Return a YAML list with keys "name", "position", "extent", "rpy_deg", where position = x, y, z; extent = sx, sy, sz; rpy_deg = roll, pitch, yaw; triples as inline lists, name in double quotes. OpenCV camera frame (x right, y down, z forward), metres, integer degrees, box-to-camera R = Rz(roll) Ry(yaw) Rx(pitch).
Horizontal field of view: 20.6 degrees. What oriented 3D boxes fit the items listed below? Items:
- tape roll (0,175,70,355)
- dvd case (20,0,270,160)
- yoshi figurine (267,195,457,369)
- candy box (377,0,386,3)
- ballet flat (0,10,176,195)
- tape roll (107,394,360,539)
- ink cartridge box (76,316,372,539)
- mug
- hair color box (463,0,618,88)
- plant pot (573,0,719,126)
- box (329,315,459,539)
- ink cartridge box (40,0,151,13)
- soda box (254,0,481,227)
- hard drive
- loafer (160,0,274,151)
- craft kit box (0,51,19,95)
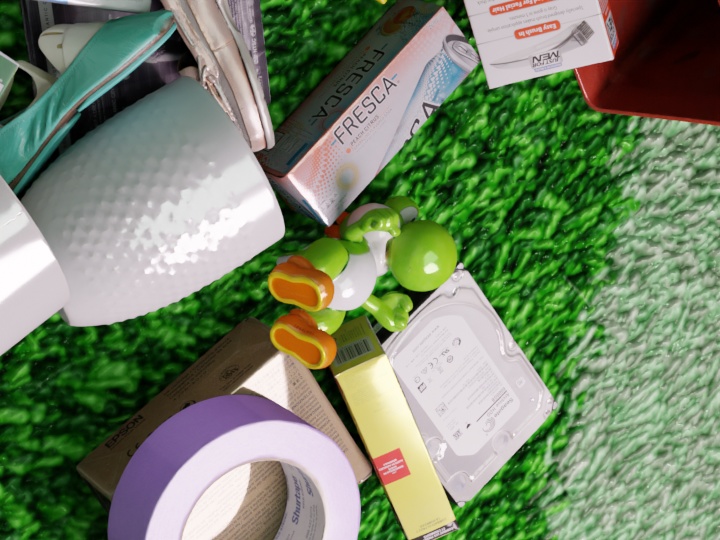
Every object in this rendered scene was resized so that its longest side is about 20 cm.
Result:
- name: "tape roll"
  position: [-0.294, -0.035, 1.400]
  extent: [0.071, 0.202, 0.203]
  rpy_deg: [-38, 122, -17]
- name: "dvd case"
  position: [-0.166, -0.180, 1.553]
  extent: [0.200, 0.016, 0.149]
  rpy_deg: [-18, 115, -29]
- name: "yoshi figurine"
  position: [0.013, 0.001, 1.638]
  extent: [0.112, 0.112, 0.200]
  rpy_deg: [54, 42, -5]
- name: "candy box"
  position: [0.034, -0.318, 1.591]
  extent: [0.200, 0.102, 0.026]
  rpy_deg: [-55, 155, -6]
- name: "ballet flat"
  position: [-0.222, -0.137, 1.457]
  extent: [0.070, 0.067, 0.200]
  rpy_deg: [44, 114, -8]
- name: "tape roll"
  position: [-0.100, 0.204, 1.600]
  extent: [0.200, 0.066, 0.200]
  rpy_deg: [-11, 111, -31]
- name: "ink cartridge box"
  position: [-0.112, 0.166, 1.665]
  extent: [0.200, 0.075, 0.165]
  rpy_deg: [-41, 125, -17]
- name: "mug"
  position: [-0.169, -0.030, 1.528]
  extent: [0.175, 0.148, 0.200]
  rpy_deg: [-33, 156, -13]
- name: "hair color box"
  position: [0.135, -0.263, 1.647]
  extent: [0.111, 0.064, 0.200]
  rpy_deg: [-12, 107, 17]
- name: "plant pot"
  position: [0.294, -0.262, 1.733]
  extent: [0.176, 0.200, 0.200]
  rpy_deg: [-44, 125, -27]
- name: "box"
  position: [0.025, 0.141, 1.711]
  extent: [0.050, 0.075, 0.200]
  rpy_deg: [-23, 122, -3]
- name: "ink cartridge box"
  position: [-0.219, -0.294, 1.427]
  extent: [0.145, 0.084, 0.200]
  rpy_deg: [3, 98, -34]
- name: "soda box"
  position: [0.005, -0.134, 1.653]
  extent: [0.200, 0.064, 0.068]
  rpy_deg: [-48, 125, -11]
- name: "hard drive"
  position: [0.083, 0.102, 1.798]
  extent: [0.140, 0.038, 0.200]
  rpy_deg: [-44, 125, -14]
- name: "loafer"
  position: [-0.124, -0.179, 1.538]
  extent: [0.063, 0.072, 0.200]
  rpy_deg: [-22, 111, -8]
- name: "craft kit box"
  position: [-0.350, -0.185, 1.317]
  extent: [0.200, 0.197, 0.049]
  rpy_deg: [33, 83, -37]
